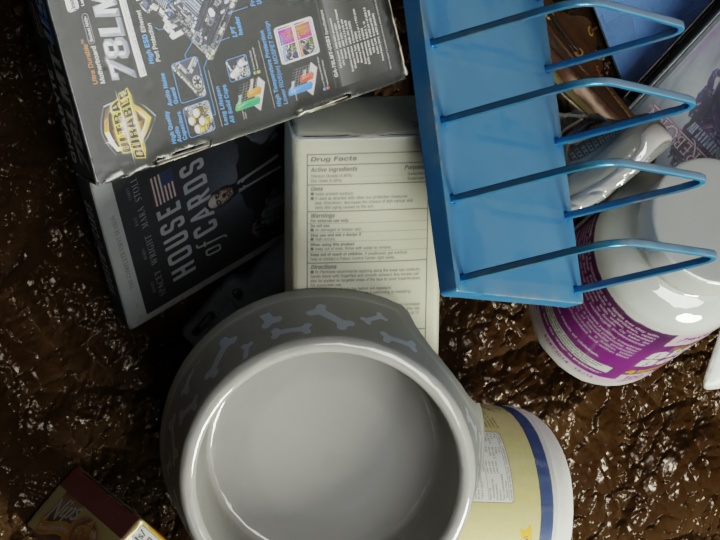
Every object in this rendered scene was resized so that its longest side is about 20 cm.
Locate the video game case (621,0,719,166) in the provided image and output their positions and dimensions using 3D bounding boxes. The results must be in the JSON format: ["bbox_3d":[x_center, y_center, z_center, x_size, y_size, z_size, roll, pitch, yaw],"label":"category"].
[{"bbox_3d":[0.252,-0.110,1.785,0.200,0.019,0.143,-48,126,4],"label":"video game case"}]

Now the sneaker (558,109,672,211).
[{"bbox_3d":[0.106,-0.077,1.658,0.075,0.199,0.082,-36,108,-42],"label":"sneaker"}]

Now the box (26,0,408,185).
[{"bbox_3d":[-0.089,-0.172,1.463,0.197,0.050,0.201,-21,109,-18],"label":"box"}]

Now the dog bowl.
[{"bbox_3d":[-0.021,0.114,1.556,0.199,0.059,0.202,-1,107,-4],"label":"dog bowl"}]

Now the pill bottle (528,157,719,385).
[{"bbox_3d":[0.191,-0.001,1.699,0.111,0.200,0.113,5,72,-15],"label":"pill bottle"}]

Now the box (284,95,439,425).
[{"bbox_3d":[0.000,0.000,1.593,0.094,0.078,0.201,0,111,-6],"label":"box"}]

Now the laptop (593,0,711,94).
[{"bbox_3d":[0.252,-0.213,1.740,0.187,0.200,0.116,-32,81,-16],"label":"laptop"}]

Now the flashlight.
[{"bbox_3d":[-0.019,-0.010,1.662,0.200,0.068,0.068,-49,151,9],"label":"flashlight"}]

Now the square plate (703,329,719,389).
[{"bbox_3d":[0.300,-0.010,1.795,0.198,0.028,0.201,7,103,-67],"label":"square plate"}]

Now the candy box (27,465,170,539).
[{"bbox_3d":[-0.111,0.216,1.665,0.055,0.115,0.200,-50,118,-8],"label":"candy box"}]

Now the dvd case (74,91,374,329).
[{"bbox_3d":[-0.077,-0.063,1.623,0.199,0.025,0.151,-32,146,-17],"label":"dvd case"}]

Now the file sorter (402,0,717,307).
[{"bbox_3d":[0.120,-0.091,1.527,0.138,0.122,0.202,6,75,-53],"label":"file sorter"}]

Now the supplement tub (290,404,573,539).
[{"bbox_3d":[0.021,0.155,1.698,0.199,0.144,0.145,5,101,-27],"label":"supplement tub"}]

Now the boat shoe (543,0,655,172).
[{"bbox_3d":[0.128,-0.141,1.703,0.200,0.072,0.068,45,76,-12],"label":"boat shoe"}]
